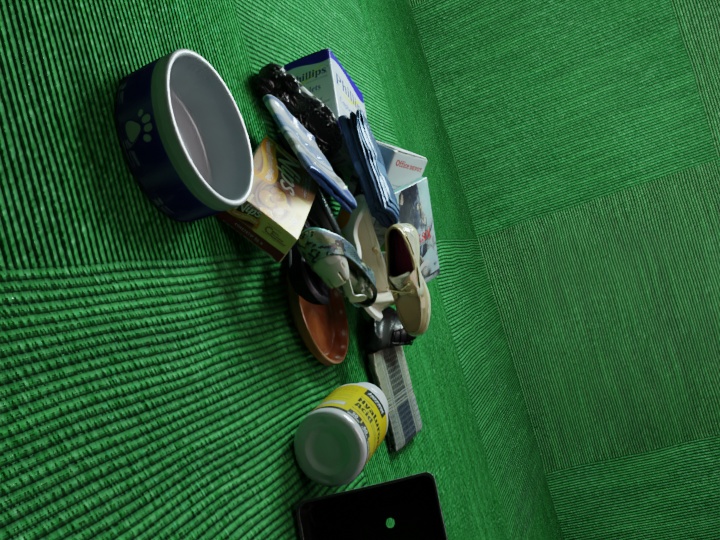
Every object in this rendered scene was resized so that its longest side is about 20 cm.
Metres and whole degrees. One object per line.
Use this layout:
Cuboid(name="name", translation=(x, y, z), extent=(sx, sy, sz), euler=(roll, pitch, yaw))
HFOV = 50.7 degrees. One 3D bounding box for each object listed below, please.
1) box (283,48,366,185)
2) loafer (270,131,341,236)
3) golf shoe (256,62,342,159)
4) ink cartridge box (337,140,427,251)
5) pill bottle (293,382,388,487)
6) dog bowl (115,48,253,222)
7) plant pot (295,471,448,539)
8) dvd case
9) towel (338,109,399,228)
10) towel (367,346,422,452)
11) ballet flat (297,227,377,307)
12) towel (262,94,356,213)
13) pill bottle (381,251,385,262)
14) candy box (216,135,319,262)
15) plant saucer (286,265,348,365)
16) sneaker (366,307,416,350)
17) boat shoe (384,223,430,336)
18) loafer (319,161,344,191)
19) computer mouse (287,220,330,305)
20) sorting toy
Cuboid(name="box", translation=(-0.059, -0.300, 1.520), extent=(0.184, 0.102, 0.205), euler=(39, 37, -61))
Cuboid(name="loafer", translation=(-0.102, -0.132, 1.278), extent=(0.203, 0.062, 0.072), euler=(61, 0, -13))
Cuboid(name="golf shoe", translation=(-0.106, -0.291, 1.366), extent=(0.201, 0.077, 0.095), euler=(50, 2, -22))
Cuboid(name="ink cartridge box", translation=(0.039, -0.148, 1.509), extent=(0.145, 0.082, 0.205), euler=(2, 112, -59))
Cuboid(name="pill bottle", translation=(-0.019, 0.237, 1.151), extent=(0.200, 0.109, 0.114), euler=(-27, 100, -73))
Cuboid(name="dog bowl", translation=(-0.217, -0.168, 0.963), extent=(0.200, 0.077, 0.206), euler=(-17, 91, -72))
Cuboid(name="plant pot", translation=(0.038, 0.405, 1.071), extent=(0.178, 0.194, 0.205), euler=(51, 25, -74))
Cuboid(name="dvd case", translation=(0.103, -0.067, 1.497), extent=(0.145, 0.022, 0.206), euler=(-29, 116, -50))
Cuboid(name="towel", translation=(0.021, -0.183, 1.370), extent=(0.112, 0.047, 0.205), euler=(35, 34, -71))
Cuboid(name="towel", translation=(0.067, 0.249, 1.543), extent=(0.192, 0.034, 0.206), euler=(-8, 84, -69))
Cuboid(name="ballet flat", translation=(-0.026, 0.003, 1.140), extent=(0.199, 0.073, 0.076), euler=(35, 40, -53))
Cuboid(name="towel", translation=(-0.082, -0.191, 1.228), extent=(0.147, 0.024, 0.202), euler=(40, 15, -51))
Cuboid(name="pill bottle", translation=(0.051, 0.018, 1.560), extent=(0.199, 0.107, 0.112), euler=(-4, 78, -72))
Cuboid(name="candy box", translation=(-0.132, -0.112, 1.139), extent=(0.115, 0.055, 0.202), euler=(38, 29, -14))
Cuboid(name="plant saucer", translation=(-0.074, 0.059, 1.271), extent=(0.200, 0.032, 0.206), euler=(-18, 91, -72))
Cuboid(name="sneaker", translation=(0.069, 0.119, 1.528), extent=(0.200, 0.089, 0.078), euler=(-28, 134, -70))
Cuboid(name="boat shoe", translation=(0.076, 0.016, 1.357), extent=(0.066, 0.072, 0.206), euler=(4, 74, -60))
Cuboid(name="loafer", translation=(-0.084, -0.189, 1.402), extent=(0.074, 0.071, 0.199), euler=(70, 16, 6))
Cuboid(name="computer mouse", translation=(-0.073, 0.004, 1.204), extent=(0.141, 0.045, 0.203), euler=(47, 19, -40))
Cuboid(name="sorting toy", translation=(0.000, 0.000, 1.334), extent=(0.181, 0.104, 0.204), euler=(-110, -178, -66))
